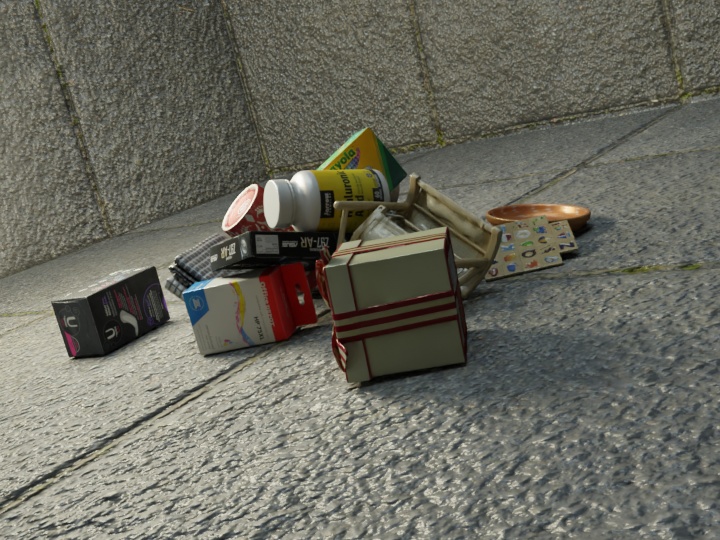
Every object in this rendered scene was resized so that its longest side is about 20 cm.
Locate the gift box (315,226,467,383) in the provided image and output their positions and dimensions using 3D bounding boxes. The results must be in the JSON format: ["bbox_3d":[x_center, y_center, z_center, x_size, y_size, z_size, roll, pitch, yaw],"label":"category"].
[{"bbox_3d":[0.038,0.039,1.241,0.186,0.185,0.200,-10,6,11],"label":"gift box"}]

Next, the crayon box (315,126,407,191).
[{"bbox_3d":[-0.024,-0.154,1.683,0.200,0.119,0.058,-46,14,-21],"label":"crayon box"}]

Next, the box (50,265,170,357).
[{"bbox_3d":[-0.494,0.079,1.826,0.106,0.122,0.200,-7,14,31],"label":"box"}]

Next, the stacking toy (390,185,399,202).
[{"bbox_3d":[-0.020,-0.163,1.833,0.146,0.146,0.200,-18,10,-18],"label":"stacking toy"}]

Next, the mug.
[{"bbox_3d":[-0.140,-0.082,1.752,0.178,0.200,0.133,-52,24,5],"label":"mug"}]

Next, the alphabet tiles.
[{"bbox_3d":[0.276,-0.042,1.621,0.200,0.006,0.167,-12,32,7],"label":"alphabet tiles"}]

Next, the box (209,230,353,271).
[{"bbox_3d":[-0.134,-0.031,1.566,0.200,0.044,0.160,0,-9,-34],"label":"box"}]

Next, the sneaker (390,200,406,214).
[{"bbox_3d":[0.101,-0.095,1.717,0.104,0.060,0.200,25,17,30],"label":"sneaker"}]

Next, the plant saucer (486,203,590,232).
[{"bbox_3d":[0.345,-0.097,1.783,0.200,0.038,0.200,-2,12,0],"label":"plant saucer"}]

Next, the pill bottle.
[{"bbox_3d":[-0.059,-0.116,1.570,0.200,0.112,0.111,-5,7,-24],"label":"pill bottle"}]

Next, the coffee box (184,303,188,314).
[{"bbox_3d":[-0.258,0.034,1.856,0.200,0.080,0.114,-17,12,-14],"label":"coffee box"}]

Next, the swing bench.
[{"bbox_3d":[0.085,-0.038,1.483,0.200,0.130,0.199,-23,47,-38],"label":"swing bench"}]

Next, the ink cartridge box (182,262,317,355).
[{"bbox_3d":[-0.184,0.064,1.548,0.200,0.116,0.067,-12,12,13],"label":"ink cartridge box"}]

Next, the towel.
[{"bbox_3d":[-0.248,0.017,1.691,0.086,0.166,0.200,-55,-5,22],"label":"towel"}]
